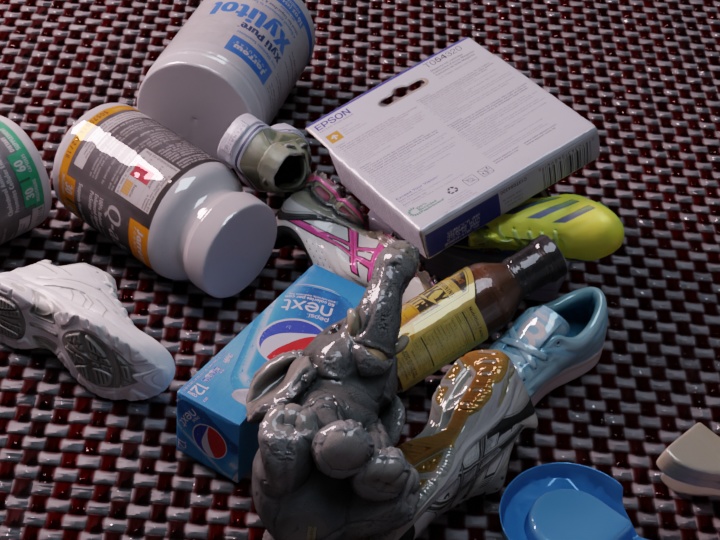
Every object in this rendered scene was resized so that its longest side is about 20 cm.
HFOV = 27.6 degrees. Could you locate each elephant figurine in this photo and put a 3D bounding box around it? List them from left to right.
[{"bbox_3d":[-0.015,0.100,1.106,0.154,0.142,0.201,-11,40,11],"label":"elephant figurine"}]

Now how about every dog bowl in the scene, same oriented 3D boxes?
[{"bbox_3d":[0.189,0.225,1.090,0.199,0.050,0.111,33,46,30],"label":"dog bowl"}]

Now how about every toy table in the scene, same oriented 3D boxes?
[{"bbox_3d":[0.319,0.144,1.124,0.117,0.184,0.199,46,34,19],"label":"toy table"}]

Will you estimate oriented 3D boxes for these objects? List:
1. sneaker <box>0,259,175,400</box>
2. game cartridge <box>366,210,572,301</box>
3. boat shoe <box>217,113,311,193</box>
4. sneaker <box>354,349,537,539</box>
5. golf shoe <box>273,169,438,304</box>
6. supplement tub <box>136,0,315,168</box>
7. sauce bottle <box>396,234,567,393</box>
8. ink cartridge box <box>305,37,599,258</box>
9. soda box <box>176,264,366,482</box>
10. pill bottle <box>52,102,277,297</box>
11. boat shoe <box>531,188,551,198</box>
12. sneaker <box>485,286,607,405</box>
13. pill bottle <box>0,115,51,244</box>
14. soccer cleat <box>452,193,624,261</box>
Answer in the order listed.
[{"bbox_3d":[-0.227,0.037,1.246,0.199,0.078,0.099,27,40,22],"label":"sneaker"},{"bbox_3d":[0.109,-0.038,1.410,0.198,0.042,0.133,18,37,14],"label":"game cartridge"},{"bbox_3d":[-0.079,-0.098,1.381,0.062,0.072,0.200,38,8,11],"label":"boat shoe"},{"bbox_3d":[0.073,0.159,1.137,0.200,0.088,0.075,-49,31,-21],"label":"sneaker"},{"bbox_3d":[0.000,0.000,1.336,0.092,0.073,0.200,-47,63,-5],"label":"golf shoe"},{"bbox_3d":[-0.134,-0.206,1.506,0.131,0.133,0.201,13,40,9],"label":"supplement tub"},{"bbox_3d":[0.085,0.036,1.249,0.199,0.065,0.065,-31,49,-12],"label":"sauce bottle"},{"bbox_3d":[0.082,-0.117,1.340,0.195,0.044,0.200,-30,44,-16],"label":"ink cartridge box"},{"bbox_3d":[-0.069,0.081,1.215,0.064,0.068,0.200,24,42,21],"label":"soda box"},{"bbox_3d":[-0.178,-0.063,1.337,0.199,0.117,0.116,32,46,29],"label":"pill bottle"},{"bbox_3d":[0.133,-0.110,1.413,0.064,0.073,0.201,-6,51,-42],"label":"boat shoe"},{"bbox_3d":[0.137,0.069,1.246,0.074,0.082,0.199,33,46,30],"label":"sneaker"},{"bbox_3d":[-0.384,-0.053,1.302,0.113,0.114,0.199,33,47,29],"label":"pill bottle"},{"bbox_3d":[0.137,-0.036,1.315,0.199,0.065,0.084,12,29,30],"label":"soccer cleat"}]
